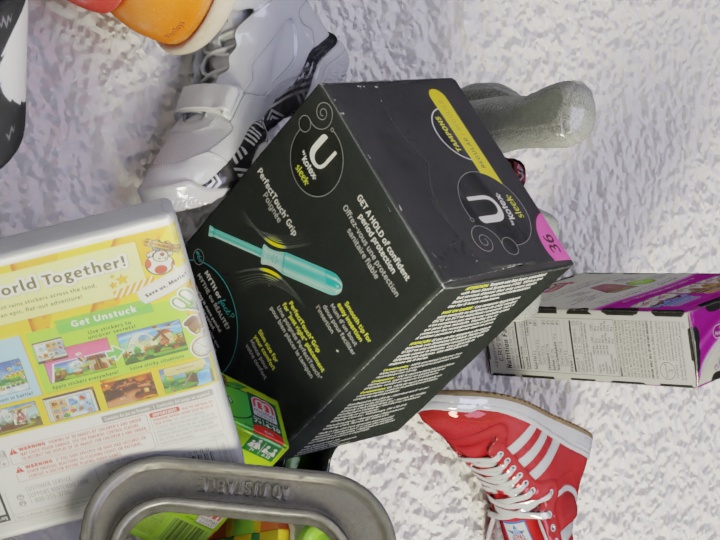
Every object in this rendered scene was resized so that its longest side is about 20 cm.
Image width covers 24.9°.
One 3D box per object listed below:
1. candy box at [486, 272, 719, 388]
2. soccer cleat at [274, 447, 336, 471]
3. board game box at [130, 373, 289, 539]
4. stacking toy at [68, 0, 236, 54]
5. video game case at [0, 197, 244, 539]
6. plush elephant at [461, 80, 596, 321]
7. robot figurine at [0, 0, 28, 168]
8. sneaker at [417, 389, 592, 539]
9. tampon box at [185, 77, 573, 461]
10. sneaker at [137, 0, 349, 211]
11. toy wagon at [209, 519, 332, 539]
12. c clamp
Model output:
[{"bbox_3d":[0.212,0.043,1.255,0.136,0.200,0.061,-15,101,-42],"label":"candy box"},{"bbox_3d":[-0.059,0.189,1.075,0.067,0.081,0.200,17,81,-43],"label":"soccer cleat"},{"bbox_3d":[-0.153,0.083,0.939,0.200,0.048,0.102,30,111,-28],"label":"board game box"},{"bbox_3d":[-0.171,-0.210,0.941,0.200,0.146,0.146,6,87,-29],"label":"stacking toy"},{"bbox_3d":[-0.177,0.063,0.878,0.200,0.023,0.182,-14,124,-3],"label":"video game case"},{"bbox_3d":[0.073,-0.045,1.160,0.155,0.200,0.165,26,73,-66],"label":"plush elephant"},{"bbox_3d":[-0.230,-0.119,0.837,0.125,0.150,0.200,-44,153,-45],"label":"robot figurine"},{"bbox_3d":[0.108,0.159,1.247,0.200,0.071,0.113,24,71,-45],"label":"sneaker"},{"bbox_3d":[0.000,0.000,1.014,0.126,0.200,0.150,-9,62,-46],"label":"tampon box"},{"bbox_3d":[-0.092,-0.128,1.043,0.200,0.075,0.115,-49,121,-37],"label":"sneaker"},{"bbox_3d":[-0.057,0.224,0.962,0.040,0.155,0.200,11,74,-23],"label":"toy wagon"},{"bbox_3d":[-0.059,0.184,0.874,0.200,0.027,0.171,11,71,-1],"label":"c clamp"}]
